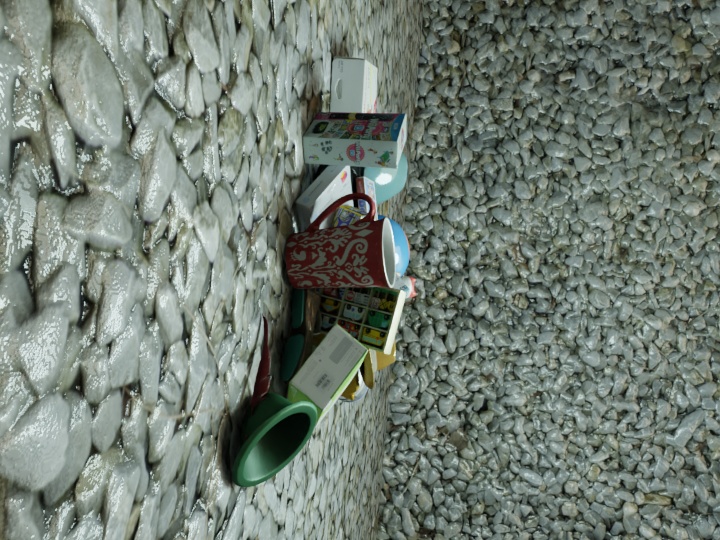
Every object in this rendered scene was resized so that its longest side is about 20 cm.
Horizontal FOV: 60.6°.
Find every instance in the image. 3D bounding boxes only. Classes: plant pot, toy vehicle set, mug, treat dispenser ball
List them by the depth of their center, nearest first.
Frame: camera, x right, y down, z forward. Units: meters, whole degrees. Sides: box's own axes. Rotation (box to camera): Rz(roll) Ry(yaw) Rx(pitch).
[{"bbox_3d":[-0.036,-0.044,1.215,0.134,0.195,0.181,66,23,-53],"label":"mug"},{"bbox_3d":[-0.009,0.083,1.248,0.026,0.197,0.127,22,82,-54],"label":"toy vehicle set"},{"bbox_3d":[0.047,-0.263,1.609,0.200,0.131,0.206,-177,-90,-74],"label":"plant pot"},{"bbox_3d":[0.037,-0.050,1.678,0.201,0.196,0.207,5,90,-80],"label":"treat dispenser ball"}]

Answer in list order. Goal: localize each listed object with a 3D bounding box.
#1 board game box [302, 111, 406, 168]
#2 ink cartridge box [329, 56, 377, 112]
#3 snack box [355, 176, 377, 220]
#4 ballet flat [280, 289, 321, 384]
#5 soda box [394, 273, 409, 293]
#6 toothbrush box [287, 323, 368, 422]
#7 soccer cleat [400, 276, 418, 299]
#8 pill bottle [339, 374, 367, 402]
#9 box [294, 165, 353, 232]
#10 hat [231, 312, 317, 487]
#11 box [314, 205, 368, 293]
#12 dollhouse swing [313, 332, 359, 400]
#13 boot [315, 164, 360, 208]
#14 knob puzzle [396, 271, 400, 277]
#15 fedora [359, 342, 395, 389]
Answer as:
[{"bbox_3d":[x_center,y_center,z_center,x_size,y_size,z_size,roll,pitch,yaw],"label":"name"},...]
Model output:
[{"bbox_3d":[-0.008,-0.277,1.294,0.149,0.195,0.066,-72,164,-53],"label":"board game box"},{"bbox_3d":[-0.013,-0.439,1.529,0.200,0.081,0.149,-48,142,-74],"label":"ink cartridge box"},{"bbox_3d":[0.020,-0.112,1.440,0.072,0.024,0.206,7,77,-68],"label":"snack box"},{"bbox_3d":[-0.110,0.133,1.240,0.067,0.067,0.205,24,66,-38],"label":"ballet flat"},{"bbox_3d":[0.045,0.095,1.458,0.063,0.069,0.202,-23,150,-35],"label":"soda box"},{"bbox_3d":[-0.069,0.213,1.220,0.146,0.086,0.201,-50,173,-23],"label":"toothbrush box"},{"bbox_3d":[0.078,0.056,1.548,0.200,0.083,0.070,141,-50,-70],"label":"soccer cleat"},{"bbox_3d":[-0.042,0.283,1.625,0.200,0.111,0.117,63,33,-72],"label":"pill bottle"},{"bbox_3d":[-0.070,-0.113,1.329,0.157,0.040,0.202,-52,153,-33],"label":"box"},{"bbox_3d":[-0.182,0.232,1.052,0.199,0.175,0.168,-36,147,-25],"label":"hat"},{"bbox_3d":[-0.035,-0.033,1.337,0.064,0.069,0.205,-9,119,-58],"label":"box"},{"bbox_3d":[-0.045,0.148,1.430,0.176,0.178,0.204,-46,144,-43],"label":"dollhouse swing"},{"bbox_3d":[-0.050,-0.255,1.444,0.200,0.075,0.172,38,44,-60],"label":"boot"},{"bbox_3d":[0.000,0.000,1.488,0.219,0.214,0.031,1,101,-80],"label":"knob puzzle"},{"bbox_3d":[0.031,0.159,1.365,0.201,0.080,0.206,171,-90,-83],"label":"fedora"}]
